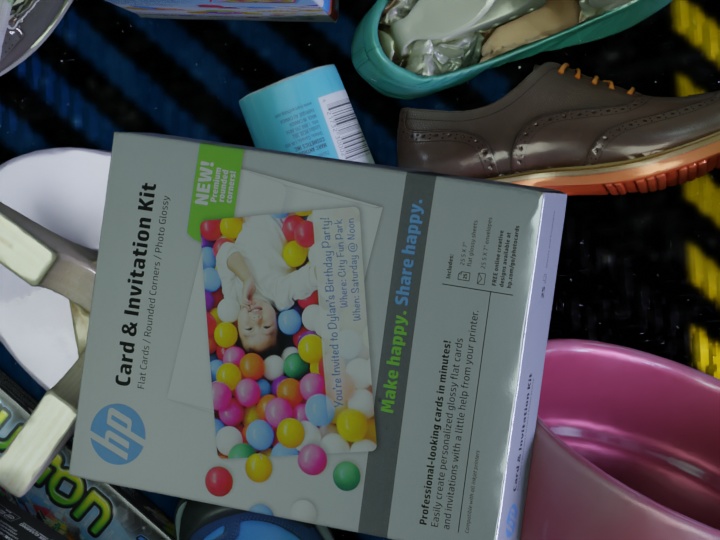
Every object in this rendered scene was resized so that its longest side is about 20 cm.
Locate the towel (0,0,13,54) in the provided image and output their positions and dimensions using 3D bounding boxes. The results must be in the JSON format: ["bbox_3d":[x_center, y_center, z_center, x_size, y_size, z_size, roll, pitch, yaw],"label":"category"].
[{"bbox_3d":[-0.231,-0.158,1.111,0.149,0.031,0.200,3,60,6],"label":"towel"}]

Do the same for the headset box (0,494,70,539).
[{"bbox_3d":[-0.195,0.183,1.079,0.149,0.077,0.200,26,120,33],"label":"headset box"}]

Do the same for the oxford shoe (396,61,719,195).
[{"bbox_3d":[0.114,-0.071,1.120,0.199,0.071,0.073,-13,83,2],"label":"oxford shoe"}]

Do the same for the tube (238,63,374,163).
[{"bbox_3d":[0.000,0.000,1.136,0.077,0.050,0.200,-21,91,-30],"label":"tube"}]

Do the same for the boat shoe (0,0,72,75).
[{"bbox_3d":[-0.210,-0.117,1.141,0.202,0.060,0.072,-43,89,4],"label":"boat shoe"}]

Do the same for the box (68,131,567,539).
[{"bbox_3d":[-0.020,0.029,1.004,0.199,0.041,0.156,10,94,20],"label":"box"}]

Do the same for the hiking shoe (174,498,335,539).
[{"bbox_3d":[-0.033,0.183,1.093,0.074,0.087,0.200,-18,121,1],"label":"hiking shoe"}]

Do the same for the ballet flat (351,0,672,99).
[{"bbox_3d":[0.089,-0.136,1.117,0.200,0.070,0.067,-24,90,4],"label":"ballet flat"}]

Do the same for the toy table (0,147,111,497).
[{"bbox_3d":[-0.111,0.021,1.113,0.200,0.117,0.184,25,94,1],"label":"toy table"}]

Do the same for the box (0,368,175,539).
[{"bbox_3d":[-0.169,0.134,1.161,0.200,0.035,0.110,41,94,1],"label":"box"}]

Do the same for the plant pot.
[{"bbox_3d":[0.125,0.155,1.077,0.200,0.200,0.179,23,110,2],"label":"plant pot"}]

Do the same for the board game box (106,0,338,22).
[{"bbox_3d":[-0.067,-0.172,1.060,0.105,0.200,0.103,2,92,3],"label":"board game box"}]
